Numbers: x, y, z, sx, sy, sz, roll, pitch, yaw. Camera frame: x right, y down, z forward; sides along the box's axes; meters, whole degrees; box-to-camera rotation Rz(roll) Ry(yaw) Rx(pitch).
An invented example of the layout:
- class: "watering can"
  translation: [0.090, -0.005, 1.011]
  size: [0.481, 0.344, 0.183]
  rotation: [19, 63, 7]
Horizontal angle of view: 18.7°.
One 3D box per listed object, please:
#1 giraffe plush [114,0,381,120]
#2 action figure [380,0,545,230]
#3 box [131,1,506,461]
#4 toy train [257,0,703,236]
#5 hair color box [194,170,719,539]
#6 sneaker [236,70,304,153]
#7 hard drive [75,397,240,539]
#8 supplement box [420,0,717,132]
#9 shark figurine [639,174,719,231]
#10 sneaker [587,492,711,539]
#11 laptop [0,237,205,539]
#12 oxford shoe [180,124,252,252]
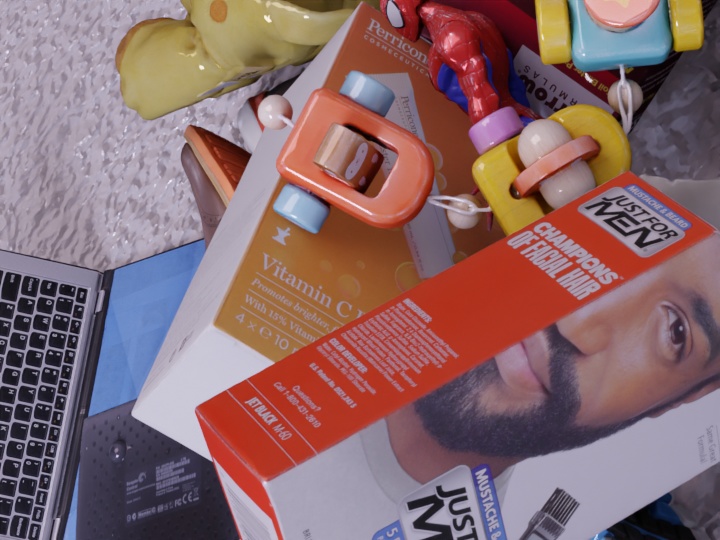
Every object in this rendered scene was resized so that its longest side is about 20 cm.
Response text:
- class: "giraffe plush"
  translation: [-0.073, -0.182, 1.162]
  size: [0.172, 0.163, 0.200]
  rotation: [-20, 5, 11]
- class: "action figure"
  translation: [0.075, -0.050, 0.962]
  size: [0.052, 0.065, 0.200]
  rotation: [-38, 85, 22]
- class: "box"
  translation: [0.000, 0.000, 0.998]
  size: [0.097, 0.124, 0.200]
  rotation: [-45, 18, 52]
- class: "toy train"
  translation: [0.054, -0.086, 0.906]
  size: [0.200, 0.150, 0.056]
  rotation: [-57, -6, -2]
- class: "hair color box"
  translation: [0.048, 0.059, 0.838]
  size: [0.200, 0.111, 0.064]
  rotation: [-29, 37, -17]
- class: "sneaker"
  translation: [-0.004, -0.054, 1.138]
  size: [0.082, 0.077, 0.200]
  rotation: [-41, 42, 11]
- class: "hard drive"
  translation: [-0.086, 0.156, 1.088]
  size: [0.135, 0.042, 0.201]
  rotation: [-22, 61, 37]
- class: "supplement box"
  translation: [0.120, -0.164, 0.979]
  size: [0.109, 0.061, 0.200]
  rotation: [36, 117, 11]
- class: "shark figurine"
  translation: [0.161, -0.041, 0.896]
  size: [0.089, 0.128, 0.215]
  rotation: [14, 77, 5]
- class: "sneaker"
  translation: [0.087, 0.112, 0.939]
  size: [0.087, 0.075, 0.200]
  rotation: [-53, 30, 16]
- class: "laptop"
  translation: [-0.177, 0.056, 1.220]
  size: [0.116, 0.199, 0.188]
  rotation: [120, 161, -60]
- class: "oxford shoe"
  translation: [-0.065, -0.007, 1.175]
  size: [0.073, 0.071, 0.200]
  rotation: [-50, 39, 18]
